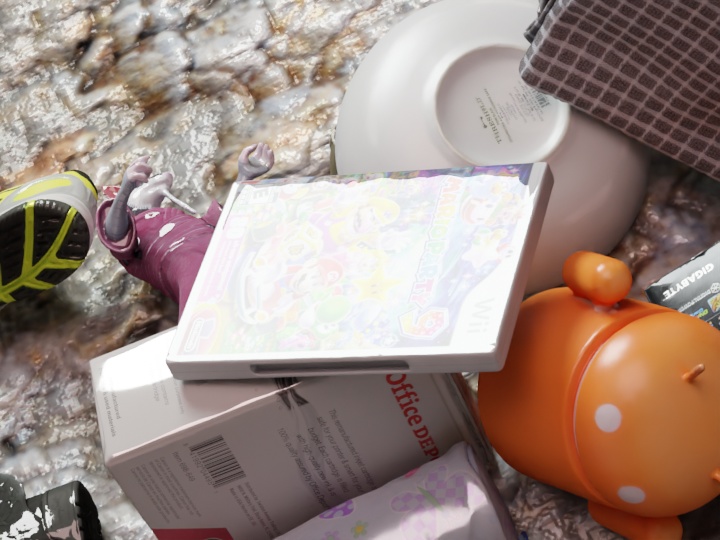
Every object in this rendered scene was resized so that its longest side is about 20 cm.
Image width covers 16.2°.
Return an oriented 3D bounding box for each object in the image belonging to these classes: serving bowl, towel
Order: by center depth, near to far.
[{"bbox_3d":[0.203,-0.135,1.483,0.199,0.166,0.086,27,63,-6],"label":"towel"},{"bbox_3d":[0.085,-0.088,1.558,0.199,0.066,0.201,1,69,-3],"label":"serving bowl"}]

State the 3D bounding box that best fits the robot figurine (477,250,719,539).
[{"bbox_3d":[0.141,0.071,1.415,0.200,0.116,0.145,15,83,60],"label":"robot figurine"}]

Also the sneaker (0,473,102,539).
[{"bbox_3d":[-0.208,0.196,1.523,0.104,0.060,0.200,-15,48,8],"label":"sneaker"}]

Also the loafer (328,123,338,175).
[{"bbox_3d":[0.052,-0.121,1.636,0.075,0.070,0.200,29,70,33],"label":"loafer"}]

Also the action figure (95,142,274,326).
[{"bbox_3d":[-0.102,-0.001,1.615,0.200,0.133,0.150,32,116,48],"label":"action figure"}]

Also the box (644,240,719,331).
[{"bbox_3d":[0.280,0.025,1.443,0.200,0.046,0.159,-33,51,11],"label":"box"}]

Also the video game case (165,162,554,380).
[{"bbox_3d":[0.000,0.000,1.420,0.199,0.018,0.144,-3,46,24],"label":"video game case"}]

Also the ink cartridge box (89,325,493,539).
[{"bbox_3d":[-0.039,0.085,1.479,0.199,0.146,0.085,-20,49,6],"label":"ink cartridge box"}]

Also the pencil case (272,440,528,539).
[{"bbox_3d":[-0.005,0.172,1.448,0.199,0.083,0.091,-26,34,1],"label":"pencil case"}]

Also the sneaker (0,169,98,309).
[{"bbox_3d":[-0.249,-0.003,1.666,0.199,0.076,0.076,-21,21,24],"label":"sneaker"}]
